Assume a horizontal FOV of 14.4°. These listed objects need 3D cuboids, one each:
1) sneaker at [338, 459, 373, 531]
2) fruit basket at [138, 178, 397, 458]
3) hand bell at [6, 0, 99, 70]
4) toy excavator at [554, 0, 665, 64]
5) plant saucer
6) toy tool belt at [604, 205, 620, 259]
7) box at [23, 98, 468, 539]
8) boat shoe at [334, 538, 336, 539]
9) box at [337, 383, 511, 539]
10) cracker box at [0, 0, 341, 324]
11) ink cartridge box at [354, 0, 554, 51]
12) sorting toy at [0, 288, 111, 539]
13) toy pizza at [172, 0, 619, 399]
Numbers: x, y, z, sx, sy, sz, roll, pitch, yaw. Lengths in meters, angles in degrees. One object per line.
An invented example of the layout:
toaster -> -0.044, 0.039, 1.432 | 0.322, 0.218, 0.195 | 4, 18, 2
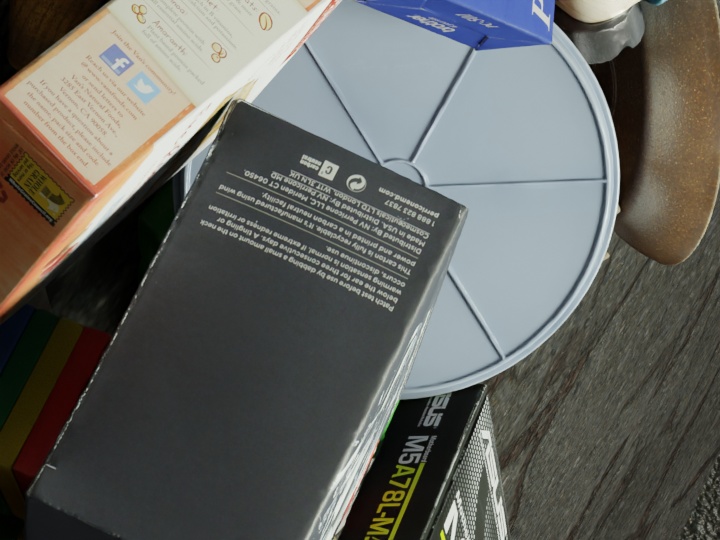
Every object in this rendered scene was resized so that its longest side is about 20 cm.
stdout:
sneaker -> -0.015, 0.065, 1.534 | 0.080, 0.070, 0.201 | 84, 14, -59
fruit basket -> 0.000, 0.000, 1.411 | 0.215, 0.156, 0.216 | -37, 157, -19
hand bell -> -0.091, -0.139, 1.034 | 0.104, 0.104, 0.200 | -45, 170, -44
toy excavator -> 0.142, -0.225, 1.493 | 0.200, 0.194, 0.100 | -31, 133, -13
plant saucer -> 0.147, -0.102, 1.551 | 0.200, 0.037, 0.201 | 175, -90, -76
toy tool belt -> 0.076, -0.039, 1.523 | 0.125, 0.123, 0.200 | -48, 131, -28
box -> -0.050, 0.066, 1.141 | 0.183, 0.104, 0.200 | -63, 175, -23
boat shoe -> -0.057, 0.112, 1.632 | 0.200, 0.075, 0.074 | 75, 14, -56
box -> 0.032, 0.184, 1.270 | 0.193, 0.047, 0.201 | -59, 143, -57
cracker box -> -0.092, -0.062, 1.111 | 0.200, 0.058, 0.134 | -46, -179, -43
ink cartridge box -> 0.046, -0.200, 1.188 | 0.094, 0.044, 0.201 | 16, 77, -53
sorting toy -> -0.159, 0.117, 1.229 | 0.199, 0.069, 0.200 | 85, 28, -65
toy pizza -> 0.016, -0.040, 1.274 | 0.201, 0.200, 0.032 | -63, -170, 13
